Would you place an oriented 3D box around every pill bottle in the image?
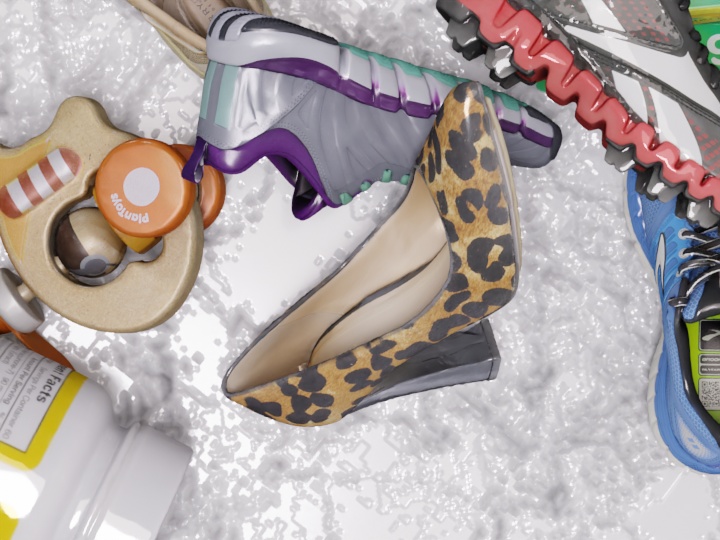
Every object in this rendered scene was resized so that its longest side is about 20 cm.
[{"bbox_3d":[-0.188,0.087,0.738,0.199,0.114,0.115,26,87,-4],"label":"pill bottle"}]

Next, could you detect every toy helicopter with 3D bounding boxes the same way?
[{"bbox_3d":[-0.174,-0.031,0.772,0.199,0.079,0.133,27,96,6],"label":"toy helicopter"}]

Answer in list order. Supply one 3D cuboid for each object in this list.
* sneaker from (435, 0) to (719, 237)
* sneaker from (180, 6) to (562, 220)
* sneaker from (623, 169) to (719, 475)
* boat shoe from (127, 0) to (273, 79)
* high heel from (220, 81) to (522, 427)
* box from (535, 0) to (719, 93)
[{"bbox_3d":[0.135,-0.094,0.724,0.200,0.071,0.098,39,94,3],"label":"sneaker"},{"bbox_3d":[0.006,-0.062,0.763,0.199,0.074,0.088,14,98,-29],"label":"sneaker"},{"bbox_3d":[0.182,0.001,0.782,0.078,0.089,0.202,-5,84,-6],"label":"sneaker"},{"bbox_3d":[-0.115,-0.177,0.770,0.200,0.065,0.071,43,86,-4],"label":"boat shoe"},{"bbox_3d":[0.000,0.000,0.731,0.141,0.201,0.072,-10,47,-9],"label":"high heel"},{"bbox_3d":[0.134,-0.195,0.789,0.116,0.048,0.202,-6,86,2],"label":"box"}]
